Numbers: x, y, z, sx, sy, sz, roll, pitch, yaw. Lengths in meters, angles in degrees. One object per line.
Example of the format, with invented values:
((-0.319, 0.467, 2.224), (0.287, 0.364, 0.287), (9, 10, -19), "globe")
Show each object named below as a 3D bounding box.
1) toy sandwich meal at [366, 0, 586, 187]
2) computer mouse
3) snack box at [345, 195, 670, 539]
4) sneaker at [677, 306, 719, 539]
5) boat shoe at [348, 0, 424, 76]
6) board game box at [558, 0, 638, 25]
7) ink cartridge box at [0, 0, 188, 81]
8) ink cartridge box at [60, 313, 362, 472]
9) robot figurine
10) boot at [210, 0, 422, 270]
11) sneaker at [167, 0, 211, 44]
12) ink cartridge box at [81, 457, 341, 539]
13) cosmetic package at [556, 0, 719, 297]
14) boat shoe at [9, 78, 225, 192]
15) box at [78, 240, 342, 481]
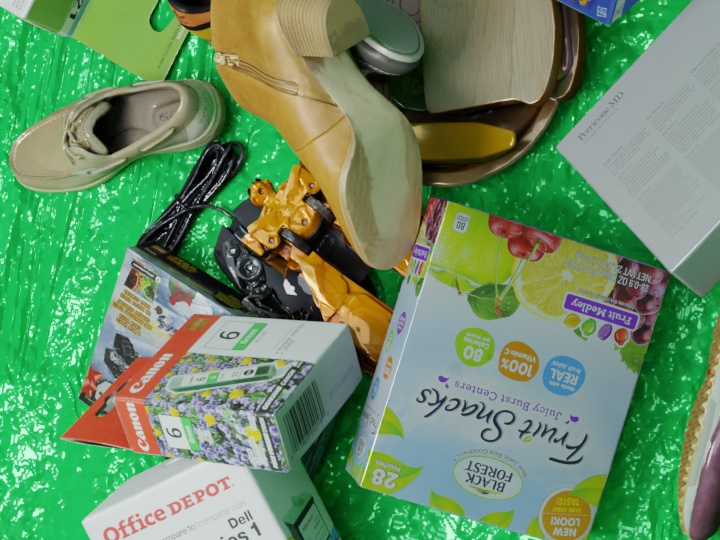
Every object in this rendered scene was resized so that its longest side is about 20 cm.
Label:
((0.065, -0.156, 1.228), (0.203, 0.070, 0.207), (-2, 84, 22), "toy sandwich meal")
((-0.091, 0.006, 1.288), (0.200, 0.046, 0.141), (45, 100, 19), "computer mouse")
((0.100, 0.070, 1.155), (0.167, 0.068, 0.202), (16, 93, -11), "snack box")
((0.269, 0.092, 1.121), (0.089, 0.075, 0.202), (14, 101, 6), "sneaker")
((-0.011, -0.174, 1.221), (0.200, 0.066, 0.057), (54, 130, 51), "boat shoe")
((0.126, -0.257, 1.181), (0.199, 0.134, 0.045), (31, 135, 22), "board game box")
((-0.219, -0.258, 1.350), (0.199, 0.076, 0.149), (30, 96, 23), "ink cartridge box")
((-0.111, 0.079, 1.179), (0.198, 0.109, 0.051), (4, 124, 31), "ink cartridge box")
((0.000, 0.000, 1.215), (0.199, 0.058, 0.145), (37, 84, 7), "robot figurine")
((-0.035, -0.104, 1.170), (0.143, 0.070, 0.203), (12, 123, 52), "boot")
((-0.076, -0.264, 1.285), (0.070, 0.090, 0.201), (34, 97, 21), "sneaker")
((-0.086, 0.226, 1.213), (0.144, 0.084, 0.201), (-27, 92, 21), "ink cartridge box")
((0.247, -0.105, 1.133), (0.200, 0.052, 0.151), (-47, 48, 12), "cosmetic package")
((-0.204, -0.110, 1.332), (0.198, 0.065, 0.073), (-12, 81, 26), "boat shoe")
((-0.111, 0.085, 1.273), (0.199, 0.040, 0.138), (31, 113, 21), "box")
